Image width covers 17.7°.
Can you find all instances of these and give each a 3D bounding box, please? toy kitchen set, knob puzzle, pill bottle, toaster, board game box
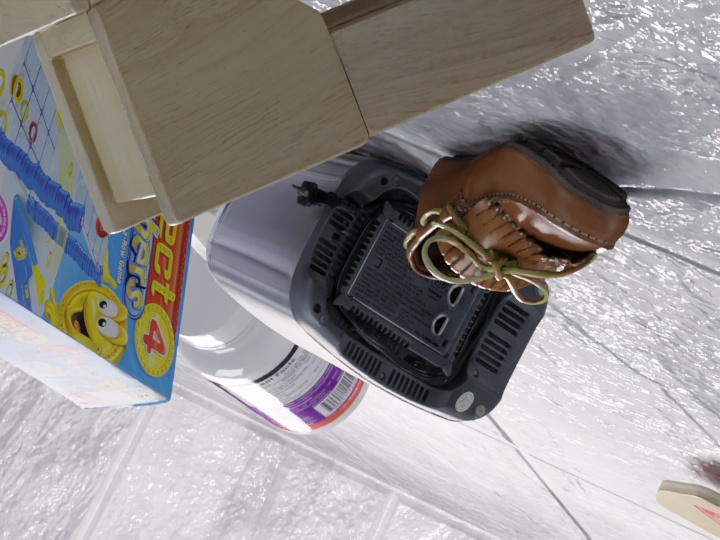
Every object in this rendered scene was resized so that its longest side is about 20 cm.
[{"bbox_3d":[-0.057,-0.137,0.848,0.163,0.179,0.202,-2,110,66],"label":"toy kitchen set"},{"bbox_3d":[0.311,0.195,1.770,0.218,0.031,0.220,26,171,4],"label":"knob puzzle"},{"bbox_3d":[-0.077,0.047,1.806,0.111,0.112,0.200,21,169,32],"label":"pill bottle"},{"bbox_3d":[0.000,0.000,1.319,0.199,0.114,0.129,31,172,-35],"label":"toaster"},{"bbox_3d":[-0.155,-0.056,1.165,0.055,0.202,0.196,-5,157,26],"label":"board game box"}]

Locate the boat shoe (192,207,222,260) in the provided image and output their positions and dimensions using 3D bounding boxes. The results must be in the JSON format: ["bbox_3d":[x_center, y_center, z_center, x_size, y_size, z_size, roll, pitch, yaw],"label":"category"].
[{"bbox_3d":[-0.109,-0.051,1.512,0.199,0.072,0.069,27,-165,-47],"label":"boat shoe"}]

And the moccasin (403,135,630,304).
[{"bbox_3d":[0.068,-0.019,1.116,0.073,0.078,0.201,30,171,-21],"label":"moccasin"}]
